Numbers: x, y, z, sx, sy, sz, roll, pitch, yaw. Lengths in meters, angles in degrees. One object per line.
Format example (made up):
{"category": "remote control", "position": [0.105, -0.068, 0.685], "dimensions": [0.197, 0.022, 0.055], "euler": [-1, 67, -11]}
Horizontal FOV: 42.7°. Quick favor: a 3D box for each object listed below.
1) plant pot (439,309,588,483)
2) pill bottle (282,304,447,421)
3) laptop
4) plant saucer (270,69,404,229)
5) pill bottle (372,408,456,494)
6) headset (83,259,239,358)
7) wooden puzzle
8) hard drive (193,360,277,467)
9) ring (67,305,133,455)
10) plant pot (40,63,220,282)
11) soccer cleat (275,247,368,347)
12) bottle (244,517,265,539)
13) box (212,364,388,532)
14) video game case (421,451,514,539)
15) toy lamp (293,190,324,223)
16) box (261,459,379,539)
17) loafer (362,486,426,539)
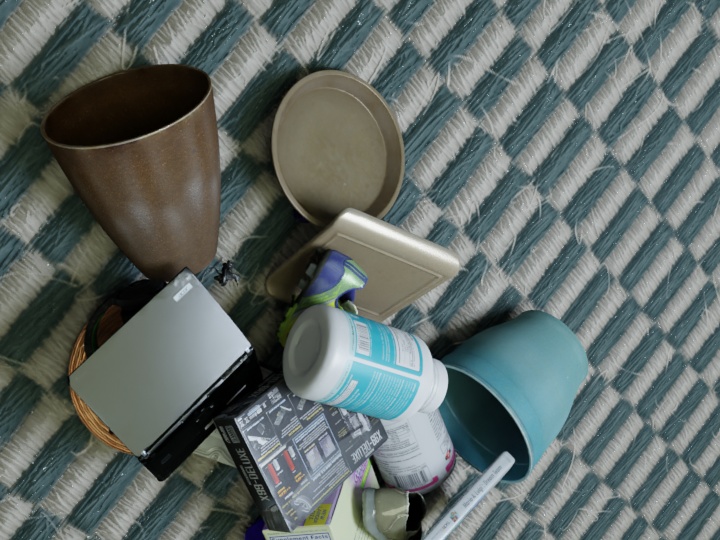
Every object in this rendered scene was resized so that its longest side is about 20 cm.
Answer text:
{"category": "plant pot", "position": [0.218, 0.162, 1.313], "dimensions": [0.187, 0.199, 0.202], "euler": [-38, 119, -29]}
{"category": "pill bottle", "position": [0.012, 0.119, 1.115], "dimensions": [0.198, 0.110, 0.112], "euler": [21, 95, -34]}
{"category": "laptop", "position": [-0.213, 0.126, 1.052], "dimensions": [0.177, 0.103, 0.201], "euler": [-44, 164, -17]}
{"category": "plant saucer", "position": [-0.030, -0.147, 1.147], "dimensions": [0.197, 0.029, 0.204], "euler": [4, 84, -35]}
{"category": "pill bottle", "position": [0.052, 0.201, 1.274], "dimensions": [0.112, 0.113, 0.202], "euler": [-30, 116, -15]}
{"category": "headset", "position": [-0.232, 0.058, 1.092], "dimensions": [0.199, 0.094, 0.124], "euler": [-35, 104, 9]}
{"category": "wooden puzzle", "position": [0.000, 0.000, 1.173], "dimensions": [0.183, 0.200, 0.038], "euler": [21, 51, -27]}
{"category": "hard drive", "position": [-0.160, 0.184, 1.207], "dimensions": [0.198, 0.038, 0.141], "euler": [28, 91, -29]}
{"category": "ring", "position": [-0.255, 0.126, 1.126], "dimensions": [0.197, 0.019, 0.204], "euler": [-1, 95, -12]}
{"category": "plant pot", "position": [-0.229, -0.096, 1.024], "dimensions": [0.185, 0.187, 0.202], "euler": [-25, 128, -18]}
{"category": "soccer cleat", "position": [-0.050, 0.051, 1.148], "dimensions": [0.083, 0.201, 0.065], "euler": [28, 50, -2]}
{"category": "bottle", "position": [-0.092, 0.437, 1.289], "dimensions": [0.065, 0.083, 0.202], "euler": [-32, 116, -15]}
{"category": "box", "position": [-0.067, 0.196, 1.140], "dimensions": [0.199, 0.049, 0.160], "euler": [-37, 107, -40]}
{"category": "video game case", "position": [0.122, 0.349, 1.269], "dimensions": [0.181, 0.024, 0.201], "euler": [-39, 163, -31]}
{"category": "toy lamp", "position": [0.002, -0.037, 1.213], "dimensions": [0.199, 0.058, 0.059], "euler": [37, 87, -29]}
{"category": "box", "position": [-0.033, 0.357, 1.232], "dimensions": [0.095, 0.177, 0.203], "euler": [-9, 117, 19]}
{"category": "loafer", "position": [0.058, 0.339, 1.238], "dimensions": [0.068, 0.076, 0.200], "euler": [-8, 155, 14]}
